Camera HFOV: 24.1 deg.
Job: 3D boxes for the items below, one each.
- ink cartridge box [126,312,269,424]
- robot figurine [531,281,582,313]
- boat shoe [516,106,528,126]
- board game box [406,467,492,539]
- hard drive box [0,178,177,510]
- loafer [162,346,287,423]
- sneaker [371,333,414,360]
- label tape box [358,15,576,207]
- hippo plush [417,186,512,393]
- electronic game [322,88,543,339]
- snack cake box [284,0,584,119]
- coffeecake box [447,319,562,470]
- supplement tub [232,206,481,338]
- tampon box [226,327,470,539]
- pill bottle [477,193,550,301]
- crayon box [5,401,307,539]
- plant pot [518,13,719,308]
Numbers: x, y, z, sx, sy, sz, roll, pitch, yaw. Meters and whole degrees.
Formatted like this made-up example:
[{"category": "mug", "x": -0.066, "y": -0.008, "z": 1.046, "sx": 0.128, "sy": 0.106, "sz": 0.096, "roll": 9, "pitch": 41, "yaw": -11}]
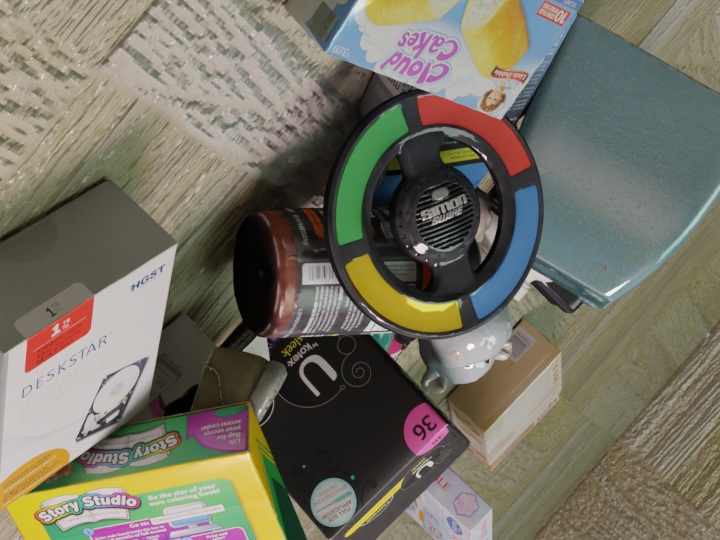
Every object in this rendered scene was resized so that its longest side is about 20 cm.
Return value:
[{"category": "ink cartridge box", "x": -0.168, "y": 0.119, "z": 1.432, "sx": 0.200, "sy": 0.067, "sz": 0.117, "roll": -40, "pitch": 157, "yaw": -21}, {"category": "robot figurine", "x": 0.287, "y": -0.045, "z": 2.012, "sx": 0.200, "sy": 0.150, "sz": 0.125, "roll": -48, "pitch": 148, "yaw": -1}, {"category": "boat shoe", "x": 0.111, "y": -0.127, "z": 1.567, "sx": 0.199, "sy": 0.071, "sz": 0.072, "roll": -34, "pitch": 156, "yaw": -36}, {"category": "board game box", "x": 0.075, "y": 0.259, "z": 2.016, "sx": 0.041, "sy": 0.199, "sz": 0.200, "roll": -43, "pitch": 160, "yaw": -14}, {"category": "hard drive box", "x": -0.220, "y": 0.056, "z": 1.192, "sx": 0.155, "sy": 0.077, "sz": 0.201, "roll": -36, "pitch": 156, "yaw": -34}, {"category": "loafer", "x": -0.127, "y": 0.126, "z": 1.363, "sx": 0.201, "sy": 0.069, "sz": 0.075, "roll": -55, "pitch": -178, "yaw": 37}, {"category": "sneaker", "x": 0.032, "y": 0.064, "z": 1.748, "sx": 0.120, "sy": 0.084, "sz": 0.200, "roll": -34, "pitch": 157, "yaw": -11}, {"category": "label tape box", "x": 0.077, "y": -0.152, "z": 1.422, "sx": 0.142, "sy": 0.066, "sz": 0.201, "roll": -11, "pitch": 142, "yaw": -40}, {"category": "hippo plush", "x": 0.057, "y": 0.032, "z": 1.558, "sx": 0.158, "sy": 0.162, "sz": 0.200, "roll": -17, "pitch": 167, "yaw": -19}, {"category": "electronic game", "x": 0.061, "y": -0.045, "z": 1.350, "sx": 0.200, "sy": 0.201, "sz": 0.042, "roll": -43, "pitch": -159, "yaw": -16}, {"category": "snack cake box", "x": 0.056, "y": -0.195, "z": 1.233, "sx": 0.199, "sy": 0.067, "sz": 0.116, "roll": 14, "pitch": 117, "yaw": -44}, {"category": "coffeecake box", "x": 0.202, "y": 0.174, "z": 2.316, "sx": 0.154, "sy": 0.073, "sz": 0.200, "roll": -45, "pitch": 160, "yaw": -11}, {"category": "supplement tub", "x": 0.000, "y": 0.000, "z": 1.407, "sx": 0.198, "sy": 0.108, "sz": 0.108, "roll": -2, "pitch": 137, "yaw": -27}, {"category": "tampon box", "x": -0.025, "y": 0.132, "z": 1.553, "sx": 0.150, "sy": 0.200, "sz": 0.126, "roll": -45, "pitch": 161, "yaw": 0}, {"category": "pill bottle", "x": 0.206, "y": -0.068, "z": 1.818, "sx": 0.200, "sy": 0.112, "sz": 0.112, "roll": -50, "pitch": 160, "yaw": 5}, {"category": "crayon box", "x": -0.157, "y": 0.196, "z": 1.326, "sx": 0.198, "sy": 0.059, "sz": 0.174, "roll": -11, "pitch": 131, "yaw": 8}, {"category": "plant pot", "x": 0.222, "y": -0.079, "z": 1.522, "sx": 0.201, "sy": 0.194, "sz": 0.196, "roll": -60, "pitch": 174, "yaw": -2}]
